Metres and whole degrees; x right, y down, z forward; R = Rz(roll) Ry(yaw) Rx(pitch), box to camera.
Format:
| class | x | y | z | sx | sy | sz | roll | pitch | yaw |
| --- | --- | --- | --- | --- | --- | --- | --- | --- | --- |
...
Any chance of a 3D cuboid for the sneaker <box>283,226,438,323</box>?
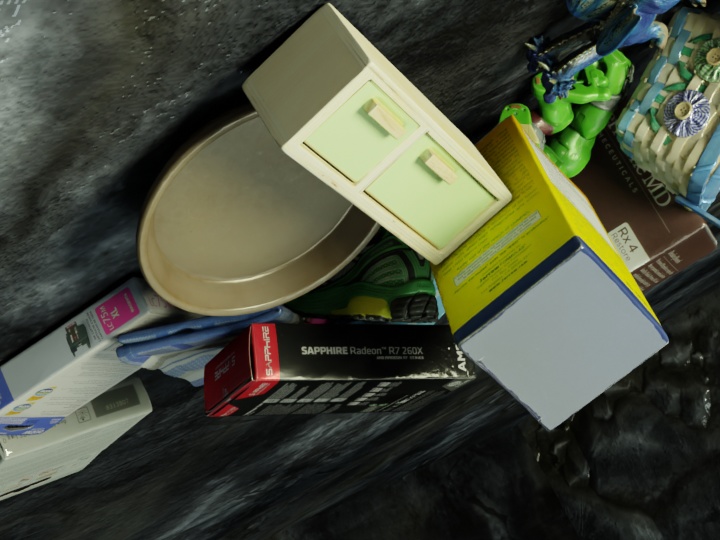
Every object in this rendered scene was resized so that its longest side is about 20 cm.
| class | x | y | z | sx | sy | sz | roll | pitch | yaw |
| --- | --- | --- | --- | --- | --- | --- | --- | --- | --- |
| sneaker | 0.000 | 0.000 | 0.990 | 0.077 | 0.086 | 0.199 | 5 | 176 | -35 |

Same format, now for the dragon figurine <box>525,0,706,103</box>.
| class | x | y | z | sx | sy | sz | roll | pitch | yaw |
| --- | --- | --- | --- | --- | --- | --- | --- | --- | --- |
| dragon figurine | 0.191 | -0.193 | 0.865 | 0.099 | 0.059 | 0.200 | -22 | 165 | -26 |

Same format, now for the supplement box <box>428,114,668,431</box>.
| class | x | y | z | sx | sy | sz | roll | pitch | yaw |
| --- | --- | --- | --- | --- | --- | --- | --- | --- | --- |
| supplement box | 0.122 | -0.003 | 0.865 | 0.109 | 0.201 | 0.109 | -39 | 119 | 16 |

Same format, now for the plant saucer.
| class | x | y | z | sx | sy | sz | roll | pitch | yaw |
| --- | --- | --- | --- | --- | --- | --- | --- | --- | --- |
| plant saucer | -0.065 | -0.047 | 0.830 | 0.198 | 0.030 | 0.201 | -20 | 143 | -16 |

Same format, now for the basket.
| class | x | y | z | sx | sy | sz | roll | pitch | yaw |
| --- | --- | --- | --- | --- | --- | --- | --- | --- | --- |
| basket | 0.327 | -0.117 | 1.008 | 0.178 | 0.199 | 0.139 | -61 | 165 | 0 |

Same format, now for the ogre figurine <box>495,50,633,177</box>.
| class | x | y | z | sx | sy | sz | roll | pitch | yaw |
| --- | --- | --- | --- | --- | --- | --- | --- | --- | --- |
| ogre figurine | 0.150 | -0.102 | 1.019 | 0.201 | 0.097 | 0.120 | -54 | 159 | -29 |

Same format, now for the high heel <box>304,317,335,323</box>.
| class | x | y | z | sx | sy | sz | roll | pitch | yaw |
| --- | --- | --- | --- | --- | --- | --- | --- | --- | --- |
| high heel | 0.000 | 0.016 | 1.129 | 0.095 | 0.068 | 0.200 | 7 | 155 | -7 |

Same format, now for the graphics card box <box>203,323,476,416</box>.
| class | x | y | z | sx | sy | sz | roll | pitch | yaw |
| --- | --- | --- | --- | --- | --- | --- | --- | --- | --- |
| graphics card box | -0.019 | 0.083 | 0.983 | 0.198 | 0.051 | 0.125 | 2 | 159 | -24 |

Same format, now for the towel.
| class | x | y | z | sx | sy | sz | roll | pitch | yaw |
| --- | --- | --- | --- | --- | --- | --- | --- | --- | --- |
| towel | -0.110 | 0.066 | 1.016 | 0.145 | 0.024 | 0.200 | -13 | 167 | 7 |

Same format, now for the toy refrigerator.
| class | x | y | z | sx | sy | sz | roll | pitch | yaw |
| --- | --- | --- | --- | --- | --- | --- | --- | --- | --- |
| toy refrigerator | 0.018 | -0.079 | 0.773 | 0.076 | 0.070 | 0.200 | -41 | 144 | 11 |

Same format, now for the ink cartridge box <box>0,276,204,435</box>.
| class | x | y | z | sx | sy | sz | roll | pitch | yaw |
| --- | --- | --- | --- | --- | --- | --- | --- | --- | --- |
| ink cartridge box | -0.235 | 0.076 | 1.011 | 0.199 | 0.042 | 0.119 | -35 | 165 | 11 |

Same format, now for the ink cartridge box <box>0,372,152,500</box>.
| class | x | y | z | sx | sy | sz | roll | pitch | yaw |
| --- | --- | --- | --- | --- | --- | --- | --- | --- | --- |
| ink cartridge box | -0.319 | 0.175 | 1.185 | 0.162 | 0.058 | 0.200 | -16 | 169 | -40 |

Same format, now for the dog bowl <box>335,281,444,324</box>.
| class | x | y | z | sx | sy | sz | roll | pitch | yaw |
| --- | --- | --- | --- | --- | --- | --- | --- | --- | --- |
| dog bowl | 0.027 | 0.041 | 1.126 | 0.112 | 0.050 | 0.200 | -48 | -175 | -36 |

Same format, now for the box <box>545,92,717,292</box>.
| class | x | y | z | sx | sy | sz | roll | pitch | yaw |
| --- | --- | --- | --- | --- | --- | --- | --- | --- | --- |
| box | 0.223 | -0.049 | 1.184 | 0.199 | 0.167 | 0.164 | -33 | 164 | 15 |
